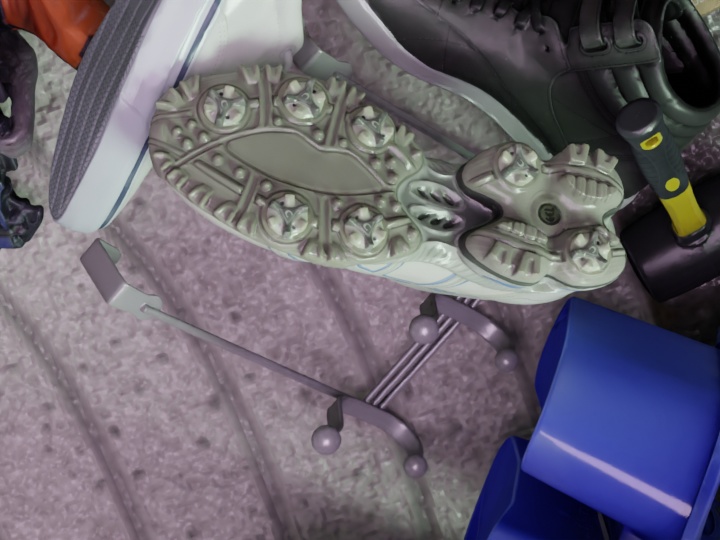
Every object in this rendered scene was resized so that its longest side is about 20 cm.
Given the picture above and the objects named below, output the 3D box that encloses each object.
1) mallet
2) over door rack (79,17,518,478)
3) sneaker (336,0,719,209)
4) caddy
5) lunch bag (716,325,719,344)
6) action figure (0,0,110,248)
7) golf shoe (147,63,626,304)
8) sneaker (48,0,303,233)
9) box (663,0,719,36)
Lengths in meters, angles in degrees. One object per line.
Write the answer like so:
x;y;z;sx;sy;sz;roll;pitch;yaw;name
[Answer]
0.141;-0.039;1.150;0.066;0.200;0.041;-27;71;-1;mallet
0.000;0.000;1.184;0.200;0.067;0.148;31;106;-33;over door rack
0.074;-0.112;1.155;0.200;0.071;0.099;37;136;-18;sneaker
0.111;0.096;1.154;0.105;0.200;0.142;24;105;0;caddy
0.260;0.025;1.173;0.200;0.161;0.082;-39;119;9;lunch bag
-0.143;-0.104;1.181;0.193;0.105;0.200;1;139;5;action figure
0.004;-0.021;1.097;0.200;0.097;0.078;16;68;-13;golf shoe
-0.061;-0.093;1.097;0.071;0.073;0.200;21;116;-24;sneaker
0.134;-0.213;1.161;0.121;0.032;0.200;-27;106;8;box
